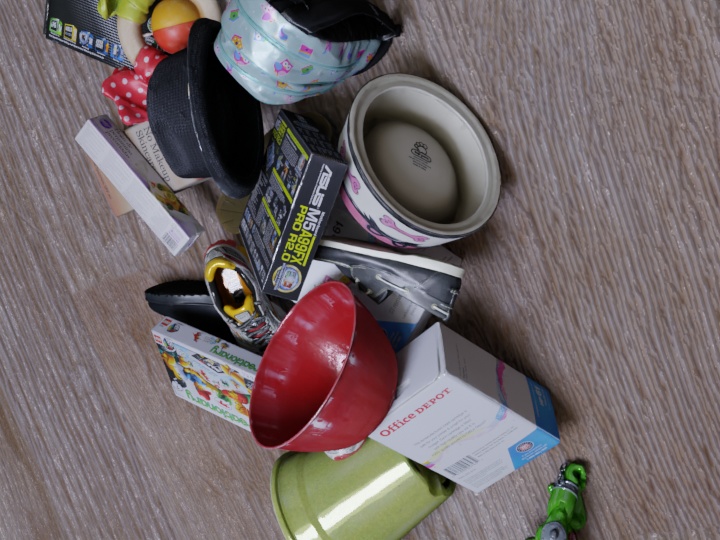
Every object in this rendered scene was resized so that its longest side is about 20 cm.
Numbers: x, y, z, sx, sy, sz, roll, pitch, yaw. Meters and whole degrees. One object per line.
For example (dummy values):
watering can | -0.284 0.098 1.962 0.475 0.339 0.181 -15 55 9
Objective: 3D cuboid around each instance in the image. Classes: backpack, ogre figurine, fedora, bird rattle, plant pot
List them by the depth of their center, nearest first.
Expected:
backpack | -0.066 -0.265 1.004 0.166 0.200 0.127 38 120 8
fedora | -0.181 -0.176 1.030 0.090 0.201 0.203 -8 105 18
bird rattle | -0.239 -0.278 1.077 0.161 0.113 0.203 -14 90 7
ogre figurine | 0.236 0.347 1.125 0.098 0.120 0.201 35 119 11
plant pot | 0.016 0.279 1.182 0.184 0.200 0.201 -37 90 20

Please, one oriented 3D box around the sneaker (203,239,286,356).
sneaker | -0.145 0.061 1.166 0.077 0.082 0.201 -31 102 7

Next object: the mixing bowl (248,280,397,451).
mixing bowl | -0.029 0.125 1.036 0.108 0.202 0.200 30 126 -27

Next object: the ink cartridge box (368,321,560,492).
ink cartridge box | 0.115 0.167 1.085 0.199 0.085 0.144 31 126 -29

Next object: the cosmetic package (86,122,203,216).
cosmetic package | -0.251 -0.154 1.200 0.198 0.087 0.104 -20 98 30

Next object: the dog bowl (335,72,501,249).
dog bowl | 0.057 -0.113 1.011 0.201 0.200 0.074 51 141 1

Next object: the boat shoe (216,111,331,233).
boat shoe | -0.104 -0.125 1.164 0.073 0.063 0.201 47 115 9

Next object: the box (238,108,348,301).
box | -0.081 -0.080 1.027 0.044 0.200 0.162 16 107 -21

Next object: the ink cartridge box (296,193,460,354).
ink cartridge box | 0.000 0.000 1.126 0.199 0.085 0.146 34 118 13

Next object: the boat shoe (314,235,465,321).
boat shoe | 0.015 0.003 1.018 0.198 0.072 0.068 16 98 16

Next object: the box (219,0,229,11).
box | -0.146 -0.354 1.096 0.041 0.039 0.202 31 119 13

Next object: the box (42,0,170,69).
box | -0.314 -0.366 1.179 0.198 0.047 0.195 25 119 15

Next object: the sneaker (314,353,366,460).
sneaker | -0.044 0.143 1.151 0.077 0.082 0.202 -27 56 22

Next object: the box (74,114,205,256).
box | -0.280 -0.109 1.157 0.200 0.039 0.041 49 121 2

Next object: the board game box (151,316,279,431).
board game box | -0.179 0.144 1.192 0.198 0.035 0.127 18 137 31

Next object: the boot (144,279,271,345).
boot | -0.208 0.104 1.279 0.198 0.076 0.170 3 106 19
